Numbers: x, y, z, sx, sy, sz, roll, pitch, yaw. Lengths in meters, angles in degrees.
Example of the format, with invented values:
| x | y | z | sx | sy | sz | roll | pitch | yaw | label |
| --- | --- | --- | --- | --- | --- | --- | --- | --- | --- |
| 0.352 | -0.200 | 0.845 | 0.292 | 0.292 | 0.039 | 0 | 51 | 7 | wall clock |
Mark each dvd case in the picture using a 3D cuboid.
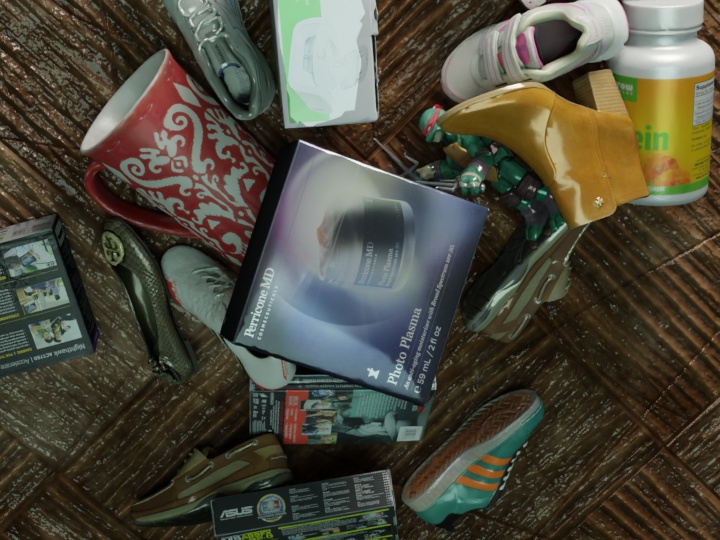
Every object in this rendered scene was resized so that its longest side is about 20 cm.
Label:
| x | y | z | sx | sy | sz | roll | pitch | yaw | label |
| --- | --- | --- | --- | --- | --- | --- | --- | --- | --- |
| -0.023 | 0.153 | 1.497 | 0.198 | 0.022 | 0.146 | 1 | 150 | -4 | dvd case |

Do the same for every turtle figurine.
| x | y | z | sx | sy | sz | roll | pitch | yaw | label |
| --- | --- | --- | --- | --- | --- | --- | --- | --- | --- |
| 0.116 | -0.105 | 1.396 | 0.199 | 0.150 | 0.101 | 30 | 93 | -9 | turtle figurine |

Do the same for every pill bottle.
| x | y | z | sx | sy | sz | roll | pitch | yaw | label |
| --- | --- | --- | --- | --- | --- | --- | --- | --- | --- |
| 0.305 | -0.177 | 1.400 | 0.110 | 0.111 | 0.202 | -4 | 111 | -4 | pill bottle |

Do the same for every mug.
| x | y | z | sx | sy | sz | roll | pitch | yaw | label |
| --- | --- | --- | --- | --- | --- | --- | --- | --- | --- |
| -0.174 | -0.105 | 1.398 | 0.200 | 0.177 | 0.134 | 40 | 65 | -21 | mug |

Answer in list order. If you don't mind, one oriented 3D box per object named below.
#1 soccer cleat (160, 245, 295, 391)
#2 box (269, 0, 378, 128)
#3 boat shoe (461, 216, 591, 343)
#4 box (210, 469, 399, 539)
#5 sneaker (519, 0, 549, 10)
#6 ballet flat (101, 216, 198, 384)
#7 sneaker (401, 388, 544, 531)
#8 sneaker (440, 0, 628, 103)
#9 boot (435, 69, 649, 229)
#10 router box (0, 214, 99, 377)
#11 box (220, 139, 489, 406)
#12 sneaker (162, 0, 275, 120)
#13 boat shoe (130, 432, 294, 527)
| x | y | z | sx | sy | sz | roll | pitch | yaw | label |
| --- | --- | --- | --- | --- | --- | --- | --- | --- | --- |
| -0.136 | 0.038 | 1.418 | 0.068 | 0.085 | 0.200 | -33 | 70 | -22 | soccer cleat |
| -0.039 | -0.255 | 1.307 | 0.096 | 0.177 | 0.202 | -5 | 111 | -3 | box |
| 0.193 | -0.003 | 1.480 | 0.072 | 0.076 | 0.200 | 33 | 113 | -19 | boat shoe |
| -0.057 | 0.287 | 1.528 | 0.198 | 0.045 | 0.161 | -10 | 149 | -1 | box |
| 0.193 | -0.304 | 1.375 | 0.198 | 0.076 | 0.088 | 9 | 123 | -3 | sneaker |
| -0.231 | 0.037 | 1.456 | 0.046 | 0.067 | 0.201 | -33 | 118 | -26 | ballet flat |
| 0.142 | 0.218 | 1.558 | 0.200 | 0.072 | 0.080 | -42 | 113 | 16 | sneaker |
| 0.161 | -0.220 | 1.358 | 0.199 | 0.088 | 0.082 | -21 | 89 | 29 | sneaker |
| 0.182 | -0.109 | 1.331 | 0.199 | 0.071 | 0.145 | -13 | 86 | -15 | boot |
| -0.395 | 0.039 | 1.450 | 0.198 | 0.051 | 0.150 | -14 | 112 | 0 | router box |
| -0.009 | 0.003 | 1.312 | 0.197 | 0.123 | 0.202 | 18 | 87 | -11 | box |
| -0.142 | -0.238 | 1.352 | 0.074 | 0.087 | 0.201 | -29 | 109 | 7 | sneaker |
| -0.167 | 0.236 | 1.537 | 0.198 | 0.076 | 0.074 | -20 | 70 | 16 | boat shoe |
